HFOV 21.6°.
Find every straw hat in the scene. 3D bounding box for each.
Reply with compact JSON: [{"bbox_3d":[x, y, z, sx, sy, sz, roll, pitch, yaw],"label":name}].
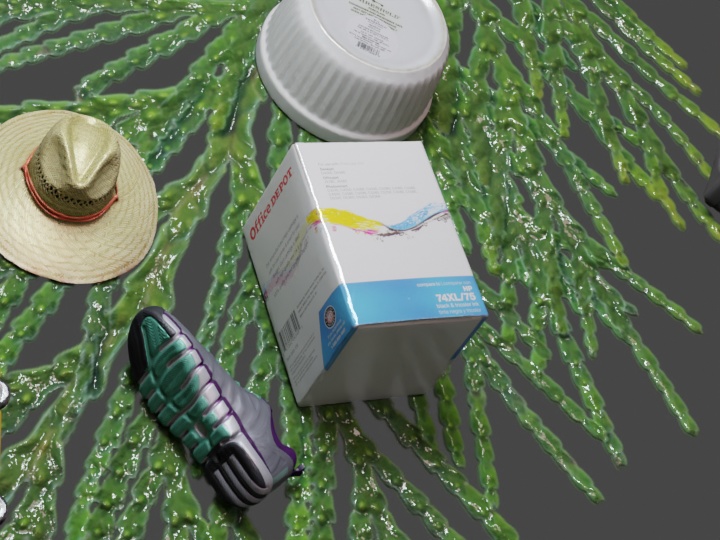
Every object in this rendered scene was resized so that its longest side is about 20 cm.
[{"bbox_3d":[-0.263,-0.095,1.742,0.199,0.085,0.202,15,51,-19],"label":"straw hat"}]

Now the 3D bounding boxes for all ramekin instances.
[{"bbox_3d":[0.000,-0.237,1.972,0.198,0.105,0.202,14,51,-19],"label":"ramekin"}]

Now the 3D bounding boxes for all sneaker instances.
[{"bbox_3d":[-0.130,0.116,1.683,0.087,0.074,0.201,-20,74,-55],"label":"sneaker"}]

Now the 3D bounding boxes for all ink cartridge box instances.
[{"bbox_3d":[0.000,0.000,1.771,0.145,0.147,0.201,-3,59,-29],"label":"ink cartridge box"}]

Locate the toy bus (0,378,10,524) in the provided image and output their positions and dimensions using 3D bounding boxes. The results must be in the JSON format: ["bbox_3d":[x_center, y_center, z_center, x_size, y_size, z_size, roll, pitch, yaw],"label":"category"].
[{"bbox_3d":[-0.332,0.145,1.544,0.078,0.065,0.201,9,53,-21],"label":"toy bus"}]

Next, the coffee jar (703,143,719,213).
[{"bbox_3d":[0.485,-0.077,2.125,0.199,0.085,0.105,30,50,-6],"label":"coffee jar"}]
